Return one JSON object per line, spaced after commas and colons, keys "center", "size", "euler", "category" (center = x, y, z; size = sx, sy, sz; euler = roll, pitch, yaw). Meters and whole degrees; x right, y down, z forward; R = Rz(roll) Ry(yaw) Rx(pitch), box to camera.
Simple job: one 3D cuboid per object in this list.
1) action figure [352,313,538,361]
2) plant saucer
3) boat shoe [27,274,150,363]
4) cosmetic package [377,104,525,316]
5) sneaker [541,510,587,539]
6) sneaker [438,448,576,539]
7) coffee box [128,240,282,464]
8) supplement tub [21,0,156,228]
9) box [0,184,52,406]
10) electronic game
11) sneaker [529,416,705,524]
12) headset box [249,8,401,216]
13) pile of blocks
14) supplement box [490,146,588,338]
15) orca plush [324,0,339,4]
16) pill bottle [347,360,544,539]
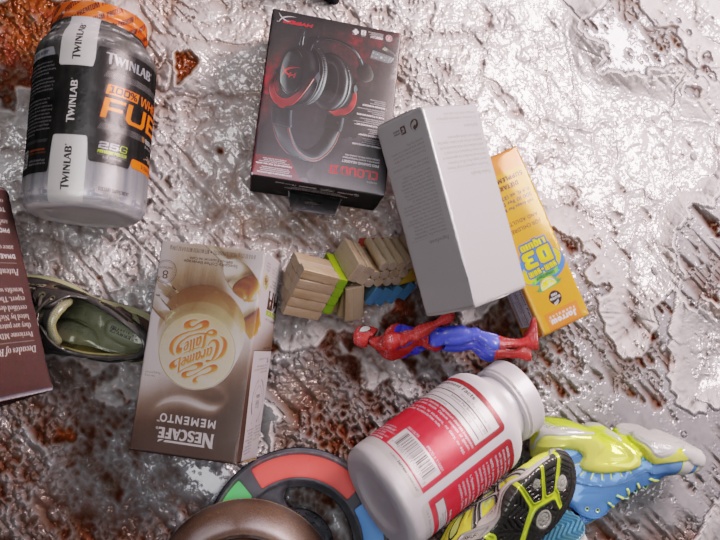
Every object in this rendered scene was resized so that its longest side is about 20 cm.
{"center": [0.089, 0.072, 0.820], "size": [0.194, 0.066, 0.053], "euler": [-2, 71, -1], "category": "action figure"}
{"center": [-0.114, 0.330, 0.740], "size": [0.194, 0.032, 0.207], "euler": [0, 88, -2], "category": "plant saucer"}
{"center": [-0.298, 0.048, 0.761], "size": [0.196, 0.066, 0.074], "euler": [16, 83, -6], "category": "boat shoe"}
{"center": [0.095, -0.064, 0.789], "size": [0.100, 0.073, 0.206], "euler": [-13, 89, -45], "category": "cosmetic package"}
{"center": [0.154, 0.332, 0.794], "size": [0.196, 0.077, 0.082], "euler": [-23, 111, -1], "category": "sneaker"}
{"center": [0.137, 0.249, 0.772], "size": [0.198, 0.076, 0.076], "euler": [-38, 111, -15], "category": "sneaker"}
{"center": [-0.151, 0.083, 0.764], "size": [0.111, 0.080, 0.206], "euler": [5, 81, 7], "category": "coffee box"}
{"center": [-0.270, -0.153, 0.764], "size": [0.119, 0.122, 0.206], "euler": [3, 83, -9], "category": "supplement tub"}
{"center": [-0.408, 0.039, 0.669], "size": [0.162, 0.164, 0.205], "euler": [-17, 85, 16], "category": "box"}
{"center": [-0.065, 0.287, 0.781], "size": [0.194, 0.042, 0.206], "euler": [1, 83, -9], "category": "electronic game"}
{"center": [0.277, 0.225, 0.838], "size": [0.194, 0.076, 0.108], "euler": [9, 93, -1], "category": "sneaker"}
{"center": [-0.040, -0.161, 0.826], "size": [0.144, 0.075, 0.206], "euler": [8, 81, -9], "category": "headset box"}
{"center": [0.000, 0.000, 0.829], "size": [0.195, 0.084, 0.063], "euler": [-10, 41, -20], "category": "pile of blocks"}
{"center": [0.181, -0.029, 0.851], "size": [0.065, 0.069, 0.204], "euler": [-23, 88, -11], "category": "supplement box"}
{"center": [-0.028, -0.348, 0.873], "size": [0.195, 0.072, 0.106], "euler": [-16, 41, -15], "category": "orca plush"}
{"center": [0.092, 0.179, 0.777], "size": [0.197, 0.112, 0.114], "euler": [-30, 88, -25], "category": "pill bottle"}
